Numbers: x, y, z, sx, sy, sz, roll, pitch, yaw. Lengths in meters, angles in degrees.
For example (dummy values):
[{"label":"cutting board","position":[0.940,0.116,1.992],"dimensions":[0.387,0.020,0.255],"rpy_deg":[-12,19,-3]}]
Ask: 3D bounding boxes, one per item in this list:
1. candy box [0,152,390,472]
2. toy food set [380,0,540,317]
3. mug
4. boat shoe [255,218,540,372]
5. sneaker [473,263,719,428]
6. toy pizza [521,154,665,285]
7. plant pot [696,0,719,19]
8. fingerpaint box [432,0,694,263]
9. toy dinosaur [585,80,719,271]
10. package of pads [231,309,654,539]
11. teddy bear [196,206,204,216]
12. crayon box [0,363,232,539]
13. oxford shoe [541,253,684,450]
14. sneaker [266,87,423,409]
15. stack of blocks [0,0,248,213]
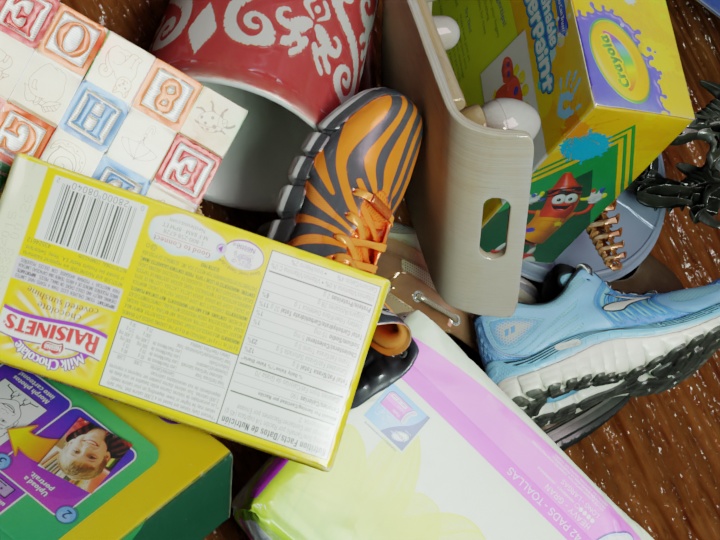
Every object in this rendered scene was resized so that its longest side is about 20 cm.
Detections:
[{"label":"candy box","position":[-0.094,0.021,1.207],"dimensions":[0.199,0.026,0.103],"rpy_deg":[19,84,-5]},{"label":"toy food set","position":[0.057,-0.093,1.378],"dimensions":[0.060,0.144,0.201],"rpy_deg":[-9,48,-9]},{"label":"mug","position":[-0.051,-0.143,1.430],"dimensions":[0.133,0.178,0.201],"rpy_deg":[12,62,7]},{"label":"boat shoe","position":[0.024,0.020,1.448],"dimensions":[0.199,0.076,0.072],"rpy_deg":[19,70,-27]},{"label":"sneaker","position":[0.154,0.026,1.458],"dimensions":[0.199,0.078,0.090],"rpy_deg":[-12,64,-34]},{"label":"toy pizza","position":[0.108,-0.076,1.539],"dimensions":[0.199,0.032,0.201],"rpy_deg":[15,57,-25]},{"label":"plant pot","position":[0.288,-0.248,1.607],"dimensions":[0.200,0.200,0.180],"rpy_deg":[32,105,-24]},{"label":"fingerpaint box","position":[0.109,-0.133,1.437],"dimensions":[0.073,0.167,0.201],"rpy_deg":[6,57,-26]},{"label":"toy dinosaur","position":[0.167,-0.079,1.513],"dimensions":[0.135,0.102,0.201],"rpy_deg":[10,70,0]},{"label":"package of pads","position":[0.044,0.145,1.322],"dimensions":[0.200,0.068,0.155],"rpy_deg":[44,75,-8]},{"label":"teddy bear","position":[-0.127,-0.001,1.335],"dimensions":[0.144,0.067,0.201],"rpy_deg":[-23,103,-16]},{"label":"crayon box","position":[-0.195,0.102,1.220],"dimensions":[0.200,0.058,0.172],"rpy_deg":[34,52,25]},{"label":"oxford shoe","position":[0.137,0.054,1.524],"dimensions":[0.085,0.073,0.200],"rpy_deg":[50,48,-3]},{"label":"sneaker","position":[0.000,0.000,1.296],"dimensions":[0.077,0.112,0.201],"rpy_deg":[34,80,-42]},{"label":"stack of blocks","position":[-0.174,-0.081,1.245],"dimensions":[0.199,0.059,0.116],"rpy_deg":[30,86,-17]}]
